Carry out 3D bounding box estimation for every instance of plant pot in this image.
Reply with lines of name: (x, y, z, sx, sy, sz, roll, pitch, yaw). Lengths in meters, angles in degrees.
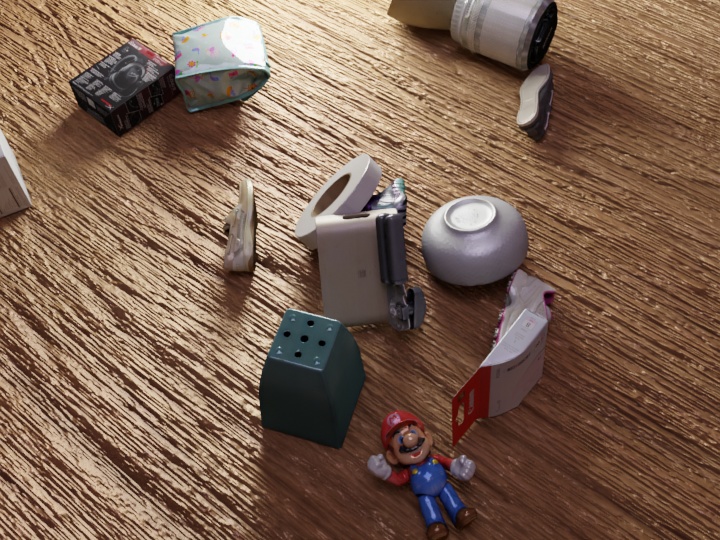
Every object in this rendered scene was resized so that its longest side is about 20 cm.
plant pot: (-0.081, 0.159, 1.299, 0.140, 0.201, 0.142, 13, 57, 12)

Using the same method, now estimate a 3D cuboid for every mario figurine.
mario figurine: (0.092, 0.300, 1.247, 0.123, 0.106, 0.201, -5, 55, -45)

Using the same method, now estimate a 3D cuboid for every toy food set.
toy food set: (0.000, 0.000, 1.431, 0.142, 0.202, 0.060, -6, 10, -2)

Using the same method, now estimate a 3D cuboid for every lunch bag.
lunch bag: (-0.296, -0.451, 1.787, 0.198, 0.122, 0.172, -14, 54, 0)

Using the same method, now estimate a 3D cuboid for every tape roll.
tape roll: (-0.041, -0.127, 1.515, 0.037, 0.202, 0.204, 41, 57, -19)

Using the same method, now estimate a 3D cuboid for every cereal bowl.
cereal bowl: (0.203, -0.070, 1.490, 0.198, 0.084, 0.201, -8, 42, 7)

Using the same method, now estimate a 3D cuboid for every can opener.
can opener: (0.069, 0.002, 1.388, 0.066, 0.202, 0.053, -12, 13, -34)

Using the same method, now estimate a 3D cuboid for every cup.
cup: (0.171, -0.627, 1.865, 0.143, 0.201, 0.201, 32, 60, -1)

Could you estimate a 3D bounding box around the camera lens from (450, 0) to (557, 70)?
camera lens: (0.316, -0.537, 1.795, 0.199, 0.161, 0.160, 26, 60, 19)

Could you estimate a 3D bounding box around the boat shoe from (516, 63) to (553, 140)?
boat shoe: (0.371, -0.352, 1.737, 0.066, 0.057, 0.201, -14, 41, 38)

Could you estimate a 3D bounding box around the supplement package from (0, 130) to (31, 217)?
supplement package: (-0.775, -0.186, 1.601, 0.198, 0.151, 0.152, -23, 58, -14)

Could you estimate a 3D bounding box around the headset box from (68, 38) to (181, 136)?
headset box: (-0.499, -0.403, 1.788, 0.148, 0.078, 0.200, 35, 62, 23)

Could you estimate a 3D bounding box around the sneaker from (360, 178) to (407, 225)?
sneaker: (0.039, -0.129, 1.521, 0.086, 0.075, 0.200, 1, 12, 0)

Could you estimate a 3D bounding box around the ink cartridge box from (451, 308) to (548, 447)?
ink cartridge box: (0.220, 0.180, 1.295, 0.057, 0.163, 0.200, 27, 60, 25)

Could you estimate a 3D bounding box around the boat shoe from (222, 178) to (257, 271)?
boat shoe: (-0.229, -0.088, 1.560, 0.064, 0.072, 0.202, -3, 60, -1)

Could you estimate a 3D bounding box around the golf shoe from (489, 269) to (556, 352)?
golf shoe: (0.278, 0.089, 1.413, 0.091, 0.076, 0.201, 18, 58, 10)
